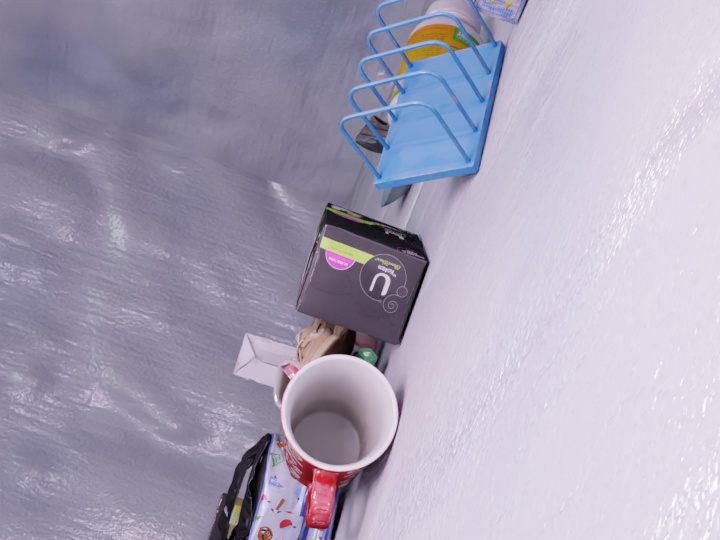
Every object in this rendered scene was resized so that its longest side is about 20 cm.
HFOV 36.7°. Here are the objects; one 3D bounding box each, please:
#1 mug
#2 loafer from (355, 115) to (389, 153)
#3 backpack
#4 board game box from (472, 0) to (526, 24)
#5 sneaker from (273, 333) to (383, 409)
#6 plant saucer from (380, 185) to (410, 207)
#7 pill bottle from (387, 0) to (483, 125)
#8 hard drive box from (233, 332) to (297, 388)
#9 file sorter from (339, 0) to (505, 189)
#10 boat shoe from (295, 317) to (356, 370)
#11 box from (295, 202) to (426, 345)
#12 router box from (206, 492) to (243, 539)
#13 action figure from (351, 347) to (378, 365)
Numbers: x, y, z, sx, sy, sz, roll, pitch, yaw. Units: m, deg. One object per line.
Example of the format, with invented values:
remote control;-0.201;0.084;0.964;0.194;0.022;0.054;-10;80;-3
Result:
mug;-0.048;0.209;1.300;0.178;0.133;0.200;-50;-7;-21
loafer;0.059;-0.235;1.866;0.199;0.071;0.064;17;82;56
backpack;-0.106;0.323;1.485;0.200;0.152;0.193;170;108;-77
board game box;0.197;-0.411;1.294;0.200;0.061;0.202;122;164;-72
sneaker;-0.052;0.138;1.595;0.201;0.075;0.104;-50;-32;14
plant saucer;0.087;-0.206;1.988;0.201;0.038;0.203;-161;90;-85
pill bottle;0.110;-0.274;1.488;0.111;0.110;0.202;116;172;-58
hard drive box;-0.111;0.170;1.857;0.200;0.154;0.078;37;-110;-77
file sorter;0.071;-0.221;1.296;0.137;0.123;0.202;-8;52;33
boat shoe;-0.056;0.110;1.443;0.200;0.064;0.072;-48;-36;-71
box;0.000;0.000;1.493;0.200;0.147;0.126;-91;20;-78
router box;-0.177;0.473;1.717;0.052;0.155;0.202;120;167;-69
action figure;-0.010;0.175;1.523;0.201;0.054;0.119;107;180;-47
